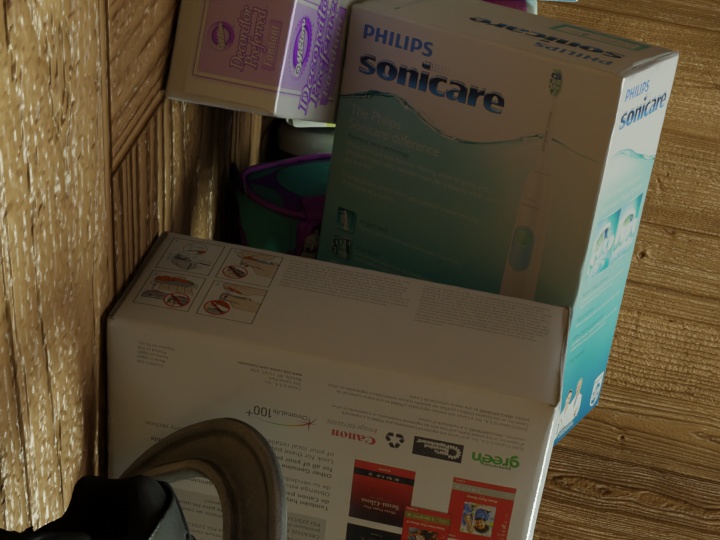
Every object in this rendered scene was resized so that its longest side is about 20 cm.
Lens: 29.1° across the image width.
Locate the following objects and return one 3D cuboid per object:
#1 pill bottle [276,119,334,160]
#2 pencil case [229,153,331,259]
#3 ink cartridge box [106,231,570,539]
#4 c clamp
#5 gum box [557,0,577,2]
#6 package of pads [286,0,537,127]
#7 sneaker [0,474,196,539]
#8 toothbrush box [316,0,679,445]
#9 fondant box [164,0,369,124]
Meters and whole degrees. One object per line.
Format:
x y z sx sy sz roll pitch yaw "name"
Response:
0.000 0.000 0.908 0.111 0.110 0.202 -59 151 -71 "pill bottle"
-0.043 0.034 0.820 0.093 0.084 0.201 -101 -163 -64 "pencil case"
-0.015 0.092 0.662 0.084 0.199 0.177 -69 168 -58 "ink cartridge box"
-0.093 0.164 0.589 0.027 0.170 0.201 20 68 -42 "c clamp"
0.078 -0.239 0.991 0.200 0.169 0.045 -66 159 -63 "gum box"
0.035 -0.139 0.894 0.200 0.153 0.069 -63 153 -73 "package of pads"
-0.119 0.145 0.458 0.200 0.076 0.112 -38 116 -43 "sneaker"
0.062 -0.029 0.713 0.085 0.146 0.201 -29 132 -55 "toothbrush box"
-0.025 -0.149 0.698 0.200 0.058 0.145 -15 116 -74 "fondant box"
